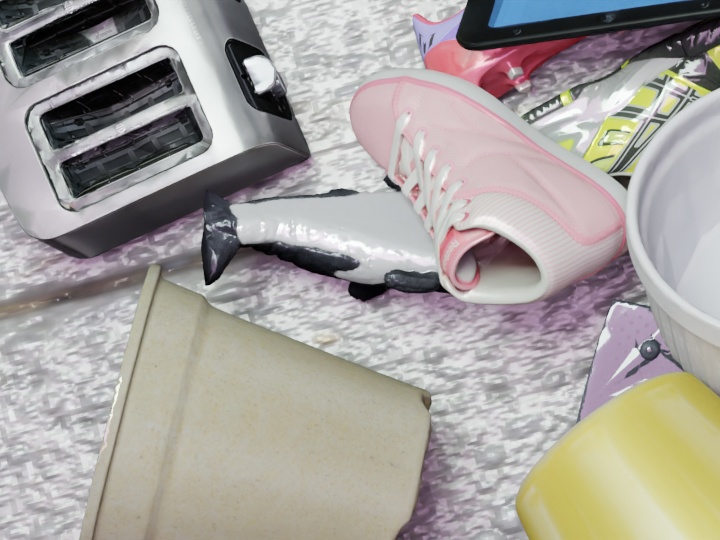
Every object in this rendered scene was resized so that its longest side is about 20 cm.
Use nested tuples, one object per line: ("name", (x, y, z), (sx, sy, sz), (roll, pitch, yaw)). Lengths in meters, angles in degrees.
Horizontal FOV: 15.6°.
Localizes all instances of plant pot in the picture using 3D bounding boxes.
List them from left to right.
("plant pot", (-0.060, 0.116, 1.556), (0.183, 0.200, 0.201), (14, 88, -3))
("plant pot", (0.192, 0.166, 1.469), (0.201, 0.201, 0.189), (-38, 67, 4))

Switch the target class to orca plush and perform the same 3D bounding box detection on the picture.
("orca plush", (0.000, 0.000, 1.599), (0.200, 0.071, 0.105), (-6, 43, -20))

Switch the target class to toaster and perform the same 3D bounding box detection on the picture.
("toaster", (-0.154, -0.117, 1.608), (0.200, 0.119, 0.181), (-24, 82, 6))

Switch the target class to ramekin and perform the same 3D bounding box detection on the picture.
("ramekin", (0.255, -0.008, 1.517), (0.200, 0.105, 0.200), (-4, 52, 6))

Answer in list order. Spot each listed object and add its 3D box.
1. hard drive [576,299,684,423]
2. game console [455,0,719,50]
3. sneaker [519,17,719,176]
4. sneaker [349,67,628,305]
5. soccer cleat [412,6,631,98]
("hard drive", (0.192, 0.127, 1.581), (0.135, 0.042, 0.200), (11, 88, 9))
("game console", (0.150, -0.233, 1.533), (0.200, 0.116, 0.176), (-6, 100, 26))
("sneaker", (0.184, -0.098, 1.589), (0.200, 0.075, 0.077), (-28, 90, 15))
("sneaker", (0.056, -0.047, 1.552), (0.200, 0.075, 0.105), (30, 46, 23))
("soccer cleat", (0.127, -0.170, 1.603), (0.200, 0.067, 0.077), (-31, 72, 5))
